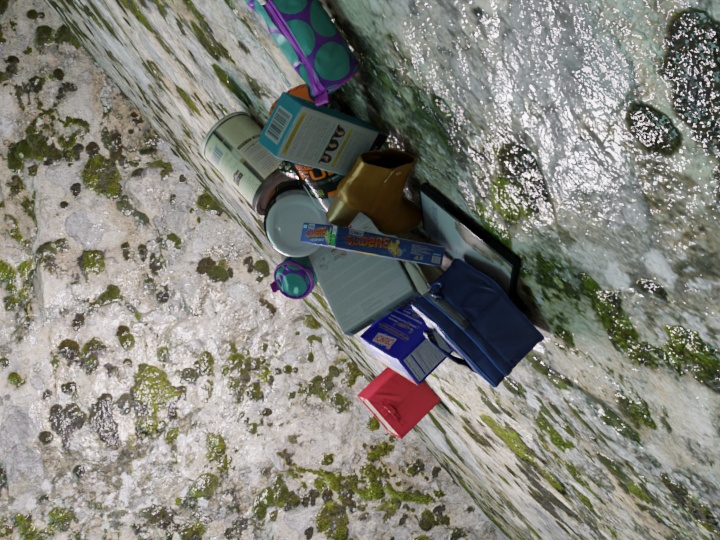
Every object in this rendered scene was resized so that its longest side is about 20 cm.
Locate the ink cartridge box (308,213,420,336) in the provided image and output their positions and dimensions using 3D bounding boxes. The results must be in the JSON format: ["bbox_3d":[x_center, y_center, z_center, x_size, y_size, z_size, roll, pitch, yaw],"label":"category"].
[{"bbox_3d":[0.000,0.000,1.419,0.047,0.160,0.200,31,-150,-61],"label":"ink cartridge box"}]

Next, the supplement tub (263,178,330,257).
[{"bbox_3d":[-0.122,-0.106,1.428,0.123,0.122,0.200,52,-174,-16],"label":"supplement tub"}]

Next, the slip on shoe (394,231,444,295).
[{"bbox_3d":[0.100,-0.037,1.368,0.076,0.061,0.200,38,-160,-52],"label":"slip on shoe"}]

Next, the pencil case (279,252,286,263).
[{"bbox_3d":[-0.089,-0.044,1.673,0.078,0.199,0.090,-64,-25,-81],"label":"pencil case"}]

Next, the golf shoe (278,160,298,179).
[{"bbox_3d":[-0.103,-0.200,1.530,0.088,0.077,0.200,47,171,-31],"label":"golf shoe"}]

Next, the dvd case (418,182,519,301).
[{"bbox_3d":[0.170,-0.042,1.185,0.200,0.018,0.143,43,168,23],"label":"dvd case"}]

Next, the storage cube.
[{"bbox_3d":[0.122,0.412,2.415,0.171,0.180,0.200,49,167,-3],"label":"storage cube"}]

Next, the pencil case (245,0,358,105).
[{"bbox_3d":[-0.086,-0.325,0.988,0.085,0.093,0.200,-18,122,36],"label":"pencil case"}]

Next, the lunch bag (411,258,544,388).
[{"bbox_3d":[0.177,0.087,1.200,0.200,0.132,0.136,43,179,-30],"label":"lunch bag"}]

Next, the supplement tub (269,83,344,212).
[{"bbox_3d":[-0.063,-0.203,1.252,0.122,0.122,0.200,34,162,50],"label":"supplement tub"}]

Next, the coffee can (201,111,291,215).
[{"bbox_3d":[-0.246,-0.246,1.718,0.200,0.146,0.146,45,168,16],"label":"coffee can"}]

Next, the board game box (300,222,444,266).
[{"bbox_3d":[0.019,-0.043,1.235,0.200,0.035,0.135,10,-179,-29],"label":"board game box"}]

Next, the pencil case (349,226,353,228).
[{"bbox_3d":[-0.009,-0.073,1.572,0.200,0.083,0.087,51,178,-14],"label":"pencil case"}]

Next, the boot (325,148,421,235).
[{"bbox_3d":[0.052,-0.126,1.179,0.144,0.201,0.071,-51,54,40],"label":"boot"}]

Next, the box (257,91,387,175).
[{"bbox_3d":[-0.051,-0.194,1.103,0.049,0.082,0.200,42,-159,31],"label":"box"}]

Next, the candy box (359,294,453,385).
[{"bbox_3d":[0.118,0.097,1.368,0.077,0.200,0.169,53,168,-23],"label":"candy box"}]

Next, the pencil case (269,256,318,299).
[{"bbox_3d":[-0.113,-0.021,1.531,0.200,0.092,0.085,-65,-40,-61],"label":"pencil case"}]
